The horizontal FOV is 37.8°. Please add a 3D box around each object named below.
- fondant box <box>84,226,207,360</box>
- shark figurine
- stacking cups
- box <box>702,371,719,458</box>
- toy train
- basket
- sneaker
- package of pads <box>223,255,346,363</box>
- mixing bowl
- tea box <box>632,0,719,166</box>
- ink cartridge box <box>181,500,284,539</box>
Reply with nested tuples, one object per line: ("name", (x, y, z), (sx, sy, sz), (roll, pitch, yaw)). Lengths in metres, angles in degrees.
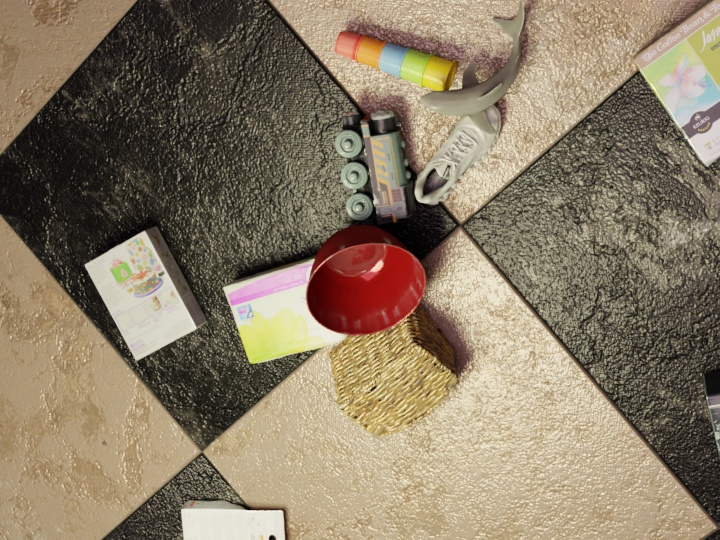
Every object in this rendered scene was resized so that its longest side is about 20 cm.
("fondant box", (-0.390, 0.042, 1.917), (0.144, 0.058, 0.201), (-26, 95, 19))
("shark figurine", (0.211, -0.303, 1.638), (0.128, 0.089, 0.215), (42, 85, -5))
("stacking cups", (0.057, -0.347, 1.714), (0.199, 0.060, 0.061), (24, 107, 13))
("box", (0.657, 0.252, 1.645), (0.195, 0.124, 0.201), (-13, 98, 19))
("toy train", (0.026, -0.167, 1.746), (0.113, 0.085, 0.202), (-8, 103, 9))
("basket", (0.063, 0.170, 1.819), (0.200, 0.149, 0.143), (-40, 123, 19))
("sneaker", (0.157, -0.186, 1.707), (0.075, 0.081, 0.200), (38, 107, 6))
("package of pads", (-0.124, 0.070, 1.844), (0.199, 0.068, 0.156), (-17, 97, 19))
("mixing bowl", (0.000, 0.000, 1.738), (0.198, 0.109, 0.201), (-7, 131, -8))
("tea box", (0.536, -0.295, 1.549), (0.200, 0.134, 0.197), (-36, 91, 19))
("ink cartridge box", (-0.234, 0.518, 1.992), (0.198, 0.050, 0.164), (-2, 101, 7))
